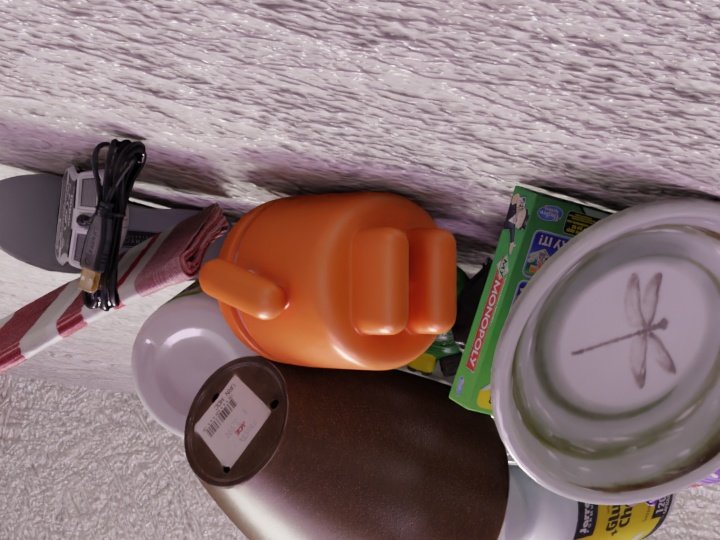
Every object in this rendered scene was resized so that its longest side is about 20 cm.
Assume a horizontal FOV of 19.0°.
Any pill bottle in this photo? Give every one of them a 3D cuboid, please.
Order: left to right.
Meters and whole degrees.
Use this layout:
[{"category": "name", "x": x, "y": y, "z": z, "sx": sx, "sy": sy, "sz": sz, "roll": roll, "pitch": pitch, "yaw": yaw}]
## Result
[{"category": "pill bottle", "x": -0.091, "y": 0.050, "z": 1.659, "sx": 0.111, "sy": 0.112, "sz": 0.200, "roll": 8, "pitch": -163, "yaw": 15}, {"category": "pill bottle", "x": 0.152, "y": 0.176, "z": 1.708, "sx": 0.199, "sy": 0.113, "sz": 0.112, "roll": -8, "pitch": -173, "yaw": -44}]

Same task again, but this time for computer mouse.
[{"category": "computer mouse", "x": -0.172, "y": -0.035, "z": 1.434, "sx": 0.044, "sy": 0.110, "sz": 0.200, "roll": 5, "pitch": -176, "yaw": -13}]

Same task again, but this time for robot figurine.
[{"category": "robot figurine", "x": -0.020, "y": 0.006, "z": 1.405, "sx": 0.200, "sy": 0.144, "sz": 0.117, "roll": 0, "pitch": 128, "yaw": 54}]

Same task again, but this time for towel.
[{"category": "towel", "x": -0.188, "y": 0.023, "z": 1.482, "sx": 0.199, "sy": 0.023, "sz": 0.144, "roll": -27, "pitch": -169, "yaw": 15}]

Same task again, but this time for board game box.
[{"category": "board game box", "x": 0.163, "y": 0.037, "z": 1.311, "sx": 0.199, "sy": 0.135, "sz": 0.029, "roll": 14, "pitch": -173, "yaw": -27}]

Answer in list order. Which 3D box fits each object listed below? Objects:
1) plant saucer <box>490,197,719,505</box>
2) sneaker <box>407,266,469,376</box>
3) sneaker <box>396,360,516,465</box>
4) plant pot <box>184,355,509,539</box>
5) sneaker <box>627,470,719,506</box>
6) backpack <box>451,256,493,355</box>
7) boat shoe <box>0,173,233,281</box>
[{"category": "plant saucer", "x": 0.162, "y": 0.041, "z": 1.254, "sx": 0.199, "sy": 0.201, "sz": 0.050, "roll": 14, "pitch": -159, "yaw": -27}, {"category": "sneaker", "x": 0.000, "y": 0.000, "z": 1.550, "sx": 0.199, "sy": 0.086, "sz": 0.078, "roll": 19, "pitch": -142, "yaw": 23}, {"category": "sneaker", "x": 0.124, "y": 0.094, "z": 1.641, "sx": 0.200, "sy": 0.074, "sz": 0.118, "roll": 14, "pitch": -147, "yaw": 31}, {"category": "plant pot", "x": -0.027, "y": 0.136, "z": 1.514, "sx": 0.186, "sy": 0.188, "sz": 0.200, "roll": 4, "pitch": 162, "yaw": 41}, {"category": "sneaker", "x": 0.220, "y": 0.134, "z": 1.510, "sx": 0.081, "sy": 0.083, "sz": 0.200, "roll": 50, "pitch": 173, "yaw": 9}, {"category": "backpack", "x": 0.146, "y": 0.048, "z": 1.470, "sx": 0.162, "sy": 0.154, "sz": 0.200, "roll": 6, "pitch": 152, "yaw": 8}, {"category": "boat shoe", "x": -0.188, "y": -0.025, "z": 1.587, "sx": 0.199, "sy": 0.069, "sz": 0.057, "roll": 11, "pitch": 173, "yaw": -20}]
